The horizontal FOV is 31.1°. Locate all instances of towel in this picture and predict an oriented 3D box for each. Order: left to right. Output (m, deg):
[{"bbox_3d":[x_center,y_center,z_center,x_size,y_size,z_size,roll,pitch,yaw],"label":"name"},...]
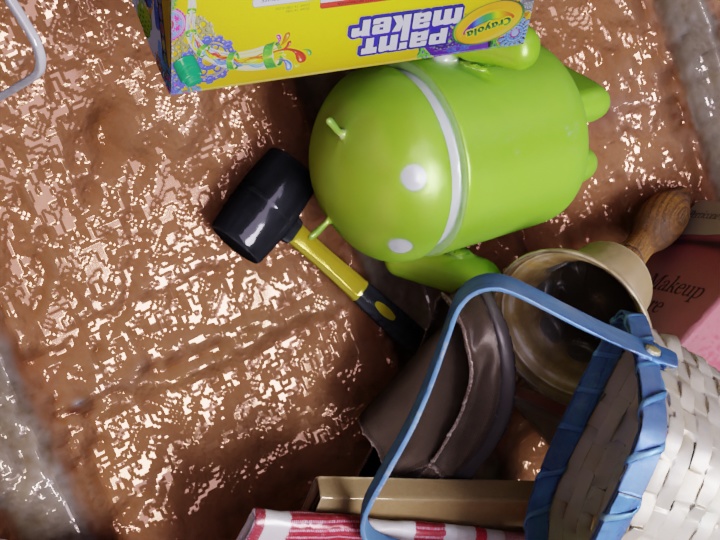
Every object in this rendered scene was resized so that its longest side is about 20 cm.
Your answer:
[{"bbox_3d":[0.004,0.201,0.778,0.197,0.023,0.145,10,127,-25],"label":"towel"}]

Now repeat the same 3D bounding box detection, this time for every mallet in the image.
[{"bbox_3d":[0.000,0.000,0.815,0.199,0.041,0.066,34,82,-25],"label":"mallet"}]

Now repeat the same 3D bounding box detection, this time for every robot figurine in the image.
[{"bbox_3d":[0.055,-0.073,0.768,0.198,0.116,0.178,-16,129,-32],"label":"robot figurine"}]

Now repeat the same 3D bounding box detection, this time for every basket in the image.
[{"bbox_3d":[0.114,0.109,0.690,0.197,0.140,0.178,20,117,-10],"label":"basket"}]

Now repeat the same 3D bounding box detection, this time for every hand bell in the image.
[{"bbox_3d":[0.174,-0.008,0.825,0.200,0.103,0.105,-39,111,-47],"label":"hand bell"}]

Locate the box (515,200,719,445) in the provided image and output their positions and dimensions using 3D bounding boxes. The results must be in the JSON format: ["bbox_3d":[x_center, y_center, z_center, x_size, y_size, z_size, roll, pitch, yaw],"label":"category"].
[{"bbox_3d":[0.218,0.061,0.848,0.200,0.128,0.109,-44,107,-11],"label":"box"}]

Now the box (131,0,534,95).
[{"bbox_3d":[-0.029,-0.210,0.678,0.197,0.194,0.123,-10,138,-18],"label":"box"}]

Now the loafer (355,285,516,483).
[{"bbox_3d":[0.037,0.096,0.778,0.070,0.073,0.202,1,123,-23],"label":"loafer"}]

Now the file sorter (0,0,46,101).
[{"bbox_3d":[-0.275,-0.093,0.616,0.200,0.124,0.140,-43,109,-36],"label":"file sorter"}]

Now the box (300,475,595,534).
[{"bbox_3d":[0.044,0.189,0.810,0.197,0.021,0.165,5,129,-20],"label":"box"}]

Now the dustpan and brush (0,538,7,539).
[{"bbox_3d":[-0.203,0.176,0.697,0.138,0.057,0.202,-21,103,23],"label":"dustpan and brush"}]
